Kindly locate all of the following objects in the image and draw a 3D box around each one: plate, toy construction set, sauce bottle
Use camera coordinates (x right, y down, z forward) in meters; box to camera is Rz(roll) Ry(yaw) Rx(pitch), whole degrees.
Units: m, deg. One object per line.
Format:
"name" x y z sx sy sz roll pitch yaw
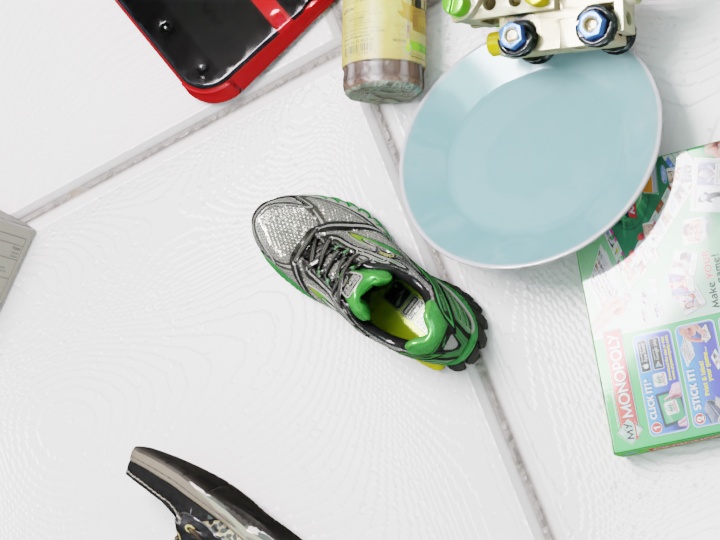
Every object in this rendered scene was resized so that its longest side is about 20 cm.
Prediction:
"plate" 0.123 -0.086 1.376 0.200 0.026 0.201 -13 59 22
"toy construction set" 0.135 -0.216 1.353 0.200 0.092 0.131 -5 85 46
"sauce bottle" 0.018 -0.228 1.442 0.065 0.065 0.200 -2 82 22

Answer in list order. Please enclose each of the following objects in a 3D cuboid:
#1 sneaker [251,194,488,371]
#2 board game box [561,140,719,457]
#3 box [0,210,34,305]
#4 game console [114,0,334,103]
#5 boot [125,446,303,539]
"sneaker" 0.000 0.000 1.402 0.200 0.085 0.078 31 94 24
"board game box" 0.224 0.018 1.337 0.134 0.029 0.200 -14 77 21
"box" -0.350 0.034 1.536 0.078 0.095 0.200 25 90 24
"game console" -0.113 -0.249 1.523 0.177 0.031 0.200 -42 69 6
"boot" -0.122 0.236 1.423 0.200 0.073 0.151 33 95 18
